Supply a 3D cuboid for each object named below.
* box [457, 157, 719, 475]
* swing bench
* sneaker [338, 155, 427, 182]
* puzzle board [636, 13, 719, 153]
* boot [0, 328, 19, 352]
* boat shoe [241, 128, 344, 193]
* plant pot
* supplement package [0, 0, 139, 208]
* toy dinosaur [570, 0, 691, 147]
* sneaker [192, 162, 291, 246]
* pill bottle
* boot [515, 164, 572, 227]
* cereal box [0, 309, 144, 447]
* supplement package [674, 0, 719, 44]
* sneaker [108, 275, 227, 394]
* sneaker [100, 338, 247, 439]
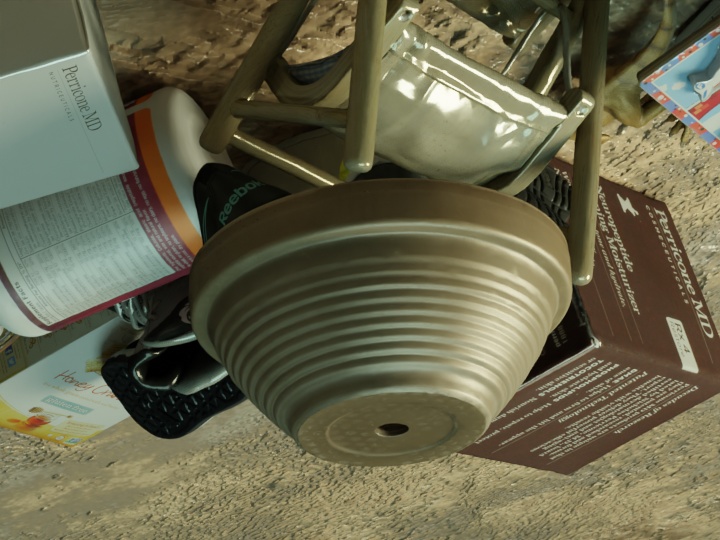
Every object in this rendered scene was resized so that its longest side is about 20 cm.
[{"bbox_3d":[0.137,0.035,1.397,0.164,0.166,0.200,-33,150,30],"label":"box"},{"bbox_3d":[0.051,-0.120,1.025,0.199,0.200,0.130,25,171,-42],"label":"swing bench"},{"bbox_3d":[0.000,0.000,1.194,0.074,0.085,0.200,5,144,-8],"label":"sneaker"},{"bbox_3d":[0.271,-0.122,1.030,0.200,0.017,0.151,-35,135,25],"label":"puzzle board"},{"bbox_3d":[-0.318,0.034,1.223,0.200,0.075,0.097,-13,157,-4],"label":"boot"},{"bbox_3d":[0.020,-0.065,1.234,0.200,0.075,0.062,-22,152,13],"label":"boat shoe"},{"bbox_3d":[0.013,0.040,0.980,0.201,0.093,0.201,-4,152,-2],"label":"plant pot"},{"bbox_3d":[-0.230,-0.099,0.964,0.200,0.120,0.121,-17,153,-2],"label":"supplement package"},{"bbox_3d":[0.172,-0.119,1.240,0.106,0.060,0.200,7,145,-38],"label":"toy dinosaur"},{"bbox_3d":[-0.041,0.002,1.103,0.075,0.079,0.200,-44,150,-14],"label":"sneaker"},{"bbox_3d":[-0.178,-0.025,1.152,0.200,0.110,0.110,-23,154,11],"label":"pill bottle"},{"bbox_3d":[0.075,0.002,1.221,0.132,0.070,0.200,-47,177,19],"label":"boot"},{"bbox_3d":[-0.183,0.062,1.399,0.200,0.040,0.144,-29,152,22],"label":"cereal box"},{"bbox_3d":[0.334,-0.139,1.194,0.152,0.151,0.200,2,147,-32],"label":"supplement package"},{"bbox_3d":[-0.133,0.025,1.203,0.200,0.116,0.075,0,132,36],"label":"sneaker"},{"bbox_3d":[-0.100,0.061,1.307,0.200,0.072,0.083,-15,-158,51],"label":"sneaker"}]
